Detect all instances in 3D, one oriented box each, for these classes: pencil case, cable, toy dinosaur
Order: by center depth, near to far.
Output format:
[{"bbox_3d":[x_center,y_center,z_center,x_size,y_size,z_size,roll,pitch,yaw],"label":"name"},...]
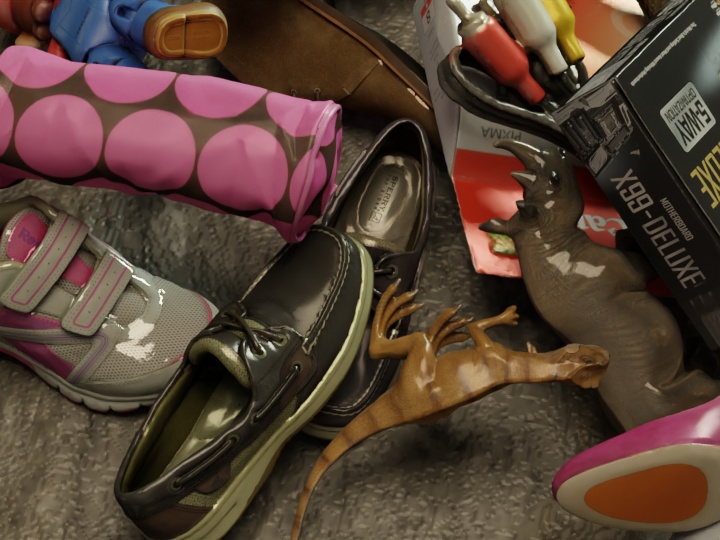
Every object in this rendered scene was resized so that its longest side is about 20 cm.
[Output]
[{"bbox_3d":[0.031,0.063,1.567,0.200,0.060,0.106,-25,42,11],"label":"toy dinosaur"},{"bbox_3d":[-0.108,-0.066,1.588,0.200,0.094,0.091,12,56,14],"label":"pencil case"},{"bbox_3d":[0.121,-0.089,1.640,0.200,0.050,0.097,46,54,-1],"label":"cable"}]

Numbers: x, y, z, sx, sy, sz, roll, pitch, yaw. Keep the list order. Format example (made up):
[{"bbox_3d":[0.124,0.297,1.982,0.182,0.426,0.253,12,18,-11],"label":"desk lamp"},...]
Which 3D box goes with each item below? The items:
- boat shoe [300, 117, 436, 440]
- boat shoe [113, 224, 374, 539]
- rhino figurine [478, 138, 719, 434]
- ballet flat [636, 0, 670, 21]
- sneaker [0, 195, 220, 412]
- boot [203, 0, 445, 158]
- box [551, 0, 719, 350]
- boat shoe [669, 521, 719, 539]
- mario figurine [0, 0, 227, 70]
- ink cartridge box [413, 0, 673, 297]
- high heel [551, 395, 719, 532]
[{"bbox_3d":[0.000,0.000,1.642,0.072,0.065,0.200,15,56,6],"label":"boat shoe"},{"bbox_3d":[-0.062,0.056,1.565,0.072,0.066,0.201,22,74,35],"label":"boat shoe"},{"bbox_3d":[0.133,0.010,1.601,0.087,0.060,0.200,-38,95,-29],"label":"rhino figurine"},{"bbox_3d":[0.187,-0.170,1.722,0.200,0.046,0.067,48,35,-4],"label":"ballet flat"},{"bbox_3d":[-0.168,0.012,1.616,0.200,0.088,0.081,15,55,9],"label":"sneaker"},{"bbox_3d":[-0.011,-0.113,1.740,0.200,0.074,0.075,38,91,18],"label":"boot"},{"bbox_3d":[0.204,-0.071,1.624,0.158,0.050,0.200,56,40,-7],"label":"box"},{"bbox_3d":[0.256,0.172,1.530,0.200,0.072,0.062,1,64,12],"label":"boat shoe"},{"bbox_3d":[-0.139,-0.149,1.726,0.123,0.106,0.200,-39,42,-10],"label":"mario figurine"},{"bbox_3d":[0.123,-0.080,1.682,0.162,0.050,0.200,7,47,-24],"label":"ink cartridge box"},{"bbox_3d":[0.186,0.075,1.541,0.200,0.067,0.096,-14,44,-8],"label":"high heel"}]
